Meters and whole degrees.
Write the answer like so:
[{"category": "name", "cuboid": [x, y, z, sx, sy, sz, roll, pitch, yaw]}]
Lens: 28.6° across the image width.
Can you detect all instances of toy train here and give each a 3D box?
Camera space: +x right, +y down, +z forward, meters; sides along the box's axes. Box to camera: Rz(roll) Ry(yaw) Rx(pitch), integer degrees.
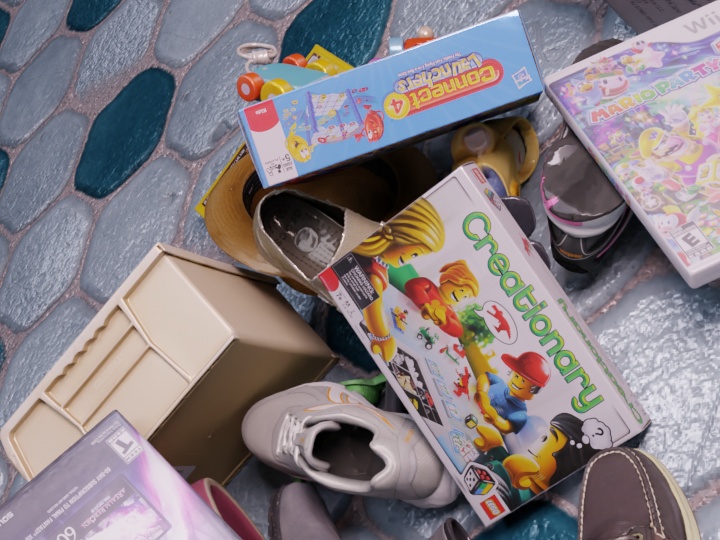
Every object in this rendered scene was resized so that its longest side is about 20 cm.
[{"category": "toy train", "cuboid": [-0.005, -0.155, 1.182, 0.199, 0.056, 0.150, -3, 26, 0]}]

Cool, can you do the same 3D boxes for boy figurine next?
[{"category": "boy figurine", "cuboid": [0.101, -0.052, 1.016, 0.064, 0.125, 0.200, -16, 22, 14]}]

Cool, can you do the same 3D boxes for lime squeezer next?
[{"category": "lime squeezer", "cuboid": [-0.009, 0.112, 1.062, 0.200, 0.038, 0.071, -45, 34, 10]}]

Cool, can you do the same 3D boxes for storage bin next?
[{"category": "storage bin", "cuboid": [-0.141, 0.096, 1.076, 0.094, 0.200, 0.199, 45, 99, 20]}]

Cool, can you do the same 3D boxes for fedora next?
[{"category": "fedora", "cuboid": [-0.027, -0.037, 1.140, 0.199, 0.082, 0.201, -8, 40, 7]}]

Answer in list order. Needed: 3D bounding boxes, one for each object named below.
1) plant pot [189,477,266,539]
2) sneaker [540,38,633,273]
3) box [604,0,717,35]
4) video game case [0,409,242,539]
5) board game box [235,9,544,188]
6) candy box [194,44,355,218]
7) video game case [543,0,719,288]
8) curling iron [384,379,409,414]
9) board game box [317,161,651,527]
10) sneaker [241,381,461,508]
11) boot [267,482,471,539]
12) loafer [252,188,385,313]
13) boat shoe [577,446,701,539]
[{"category": "plant pot", "cuboid": [-0.143, 0.250, 0.992, 0.179, 0.200, 0.200, -35, 37, -1]}, {"category": "sneaker", "cuboid": [0.167, -0.081, 0.984, 0.080, 0.087, 0.200, 21, 51, 17]}, {"category": "box", "cuboid": [0.214, -0.308, 1.020, 0.105, 0.184, 0.201, -7, 57, 47]}, {"category": "video game case", "cuboid": [-0.148, 0.203, 0.910, 0.143, 0.019, 0.200, -41, 68, -20]}, {"category": "board game box", "cuboid": [0.029, -0.118, 1.008, 0.199, 0.056, 0.196, -19, 3, 8]}, {"category": "candy box", "cuboid": [-0.073, -0.115, 1.328, 0.200, 0.026, 0.102, -53, 39, 2]}, {"category": "video game case", "cuboid": [0.223, -0.088, 0.897, 0.143, 0.018, 0.200, -24, 48, -4]}, {"category": "curling iron", "cuboid": [0.040, 0.056, 1.024, 0.049, 0.026, 0.201, 10, 80, 25]}, {"category": "board game box", "cuboid": [0.078, 0.048, 0.908, 0.126, 0.201, 0.035, -37, -6, 23]}, {"category": "sneaker", "cuboid": [-0.024, 0.117, 0.988, 0.199, 0.092, 0.076, 4, 84, 43]}, {"category": "boot", "cuboid": [0.018, 0.202, 0.946, 0.131, 0.070, 0.201, -38, 50, 17]}, {"category": "loafer", "cuboid": [0.000, 0.000, 1.000, 0.199, 0.068, 0.076, 24, 85, 21]}, {"category": "boat shoe", "cuboid": [0.152, 0.181, 0.798, 0.073, 0.065, 0.201, -32, 41, 29]}]
